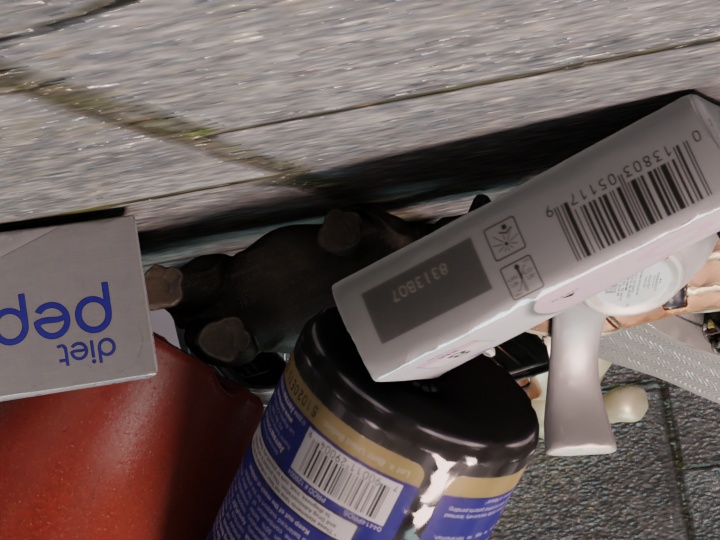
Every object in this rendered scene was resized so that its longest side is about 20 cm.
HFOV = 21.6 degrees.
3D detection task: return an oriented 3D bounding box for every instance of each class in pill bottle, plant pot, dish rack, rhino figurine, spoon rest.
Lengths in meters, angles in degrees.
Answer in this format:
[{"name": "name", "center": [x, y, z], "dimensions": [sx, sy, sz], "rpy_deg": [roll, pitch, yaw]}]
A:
[{"name": "pill bottle", "center": [-0.011, 0.125, 0.826], "dimensions": [0.112, 0.200, 0.112], "rpy_deg": [22, -159, -9]}, {"name": "plant pot", "center": [-0.152, 0.116, 0.888], "dimensions": [0.200, 0.196, 0.201], "rpy_deg": [27, 171, 4]}, {"name": "dish rack", "center": [0.002, 0.036, 1.077], "dimensions": [0.199, 0.055, 0.153], "rpy_deg": [-14, -151, -21]}, {"name": "rhino figurine", "center": [0.000, 0.000, 0.884], "dimensions": [0.199, 0.060, 0.087], "rpy_deg": [-15, 175, 1]}, {"name": "spoon rest", "center": [0.124, 0.015, 0.969], "dimensions": [0.099, 0.061, 0.200], "rpy_deg": [-1, 139, -9]}]

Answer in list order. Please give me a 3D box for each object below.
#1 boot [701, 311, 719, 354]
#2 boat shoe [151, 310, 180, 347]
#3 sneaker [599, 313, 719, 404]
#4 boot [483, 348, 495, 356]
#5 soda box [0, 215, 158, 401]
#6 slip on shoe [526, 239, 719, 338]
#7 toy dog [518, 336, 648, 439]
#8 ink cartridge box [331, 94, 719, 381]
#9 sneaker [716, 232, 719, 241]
[{"name": "boot", "center": [0.262, 0.024, 1.080], "dimensions": [0.069, 0.200, 0.174], "rpy_deg": [38, 149, -20]}, {"name": "boat shoe", "center": [-0.166, 0.044, 1.143], "dimensions": [0.065, 0.074, 0.200], "rpy_deg": [-6, 168, 34]}, {"name": "sneaker", "center": [0.191, 0.002, 1.206], "dimensions": [0.199, 0.116, 0.074], "rpy_deg": [25, 149, 1]}, {"name": "boot", "center": [0.039, 0.038, 0.954], "dimensions": [0.090, 0.073, 0.200], "rpy_deg": [-13, -141, -22]}, {"name": "soda box", "center": [-0.186, 0.025, 0.766], "dimensions": [0.199, 0.069, 0.063], "rpy_deg": [-8, 177, -10]}, {"name": "slip on shoe", "center": [0.150, -0.012, 1.049], "dimensions": [0.199, 0.076, 0.061], "rpy_deg": [-7, -152, -4]}, {"name": "toy dog", "center": [0.127, 0.037, 1.357], "dimensions": [0.193, 0.140, 0.200], "rpy_deg": [28, 177, 0]}, {"name": "ink cartridge box", "center": [0.100, -0.008, 0.782], "dimensions": [0.162, 0.057, 0.200], "rpy_deg": [-29, 164, 20]}, {"name": "sneaker", "center": [0.183, -0.015, 0.813], "dimensions": [0.070, 0.109, 0.200], "rpy_deg": [-27, 156, 15]}]
